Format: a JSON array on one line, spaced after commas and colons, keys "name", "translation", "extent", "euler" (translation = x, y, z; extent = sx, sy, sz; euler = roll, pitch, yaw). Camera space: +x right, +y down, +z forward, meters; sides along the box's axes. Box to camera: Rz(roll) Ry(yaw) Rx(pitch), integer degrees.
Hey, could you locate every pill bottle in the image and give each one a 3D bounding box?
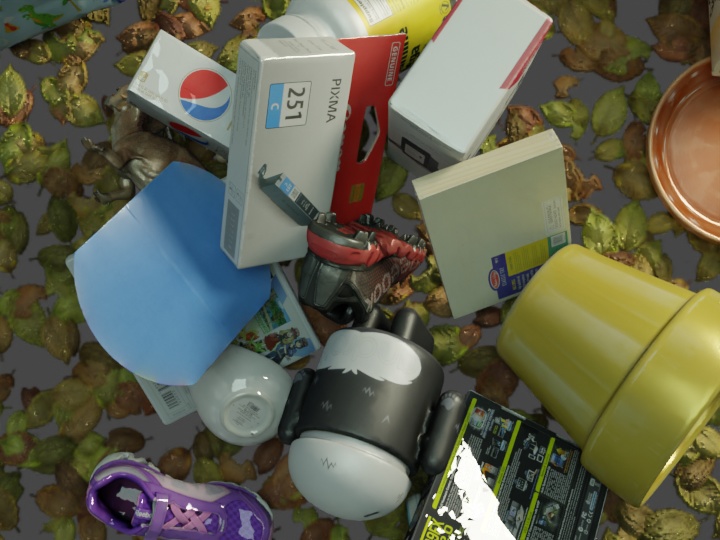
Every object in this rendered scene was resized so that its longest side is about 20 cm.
[{"name": "pill bottle", "translation": [-0.001, -0.234, 0.914], "extent": [0.199, 0.113, 0.113], "euler": [-35, 81, -31]}]

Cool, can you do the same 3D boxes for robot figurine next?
[{"name": "robot figurine", "translation": [0.008, 0.134, 0.893], "extent": [0.124, 0.150, 0.201], "euler": [28, 64, -18]}]

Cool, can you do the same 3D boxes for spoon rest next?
[{"name": "spoon rest", "translation": [-0.145, 0.100, 0.924], "extent": [0.099, 0.061, 0.200], "euler": [-42, 118, 8]}]

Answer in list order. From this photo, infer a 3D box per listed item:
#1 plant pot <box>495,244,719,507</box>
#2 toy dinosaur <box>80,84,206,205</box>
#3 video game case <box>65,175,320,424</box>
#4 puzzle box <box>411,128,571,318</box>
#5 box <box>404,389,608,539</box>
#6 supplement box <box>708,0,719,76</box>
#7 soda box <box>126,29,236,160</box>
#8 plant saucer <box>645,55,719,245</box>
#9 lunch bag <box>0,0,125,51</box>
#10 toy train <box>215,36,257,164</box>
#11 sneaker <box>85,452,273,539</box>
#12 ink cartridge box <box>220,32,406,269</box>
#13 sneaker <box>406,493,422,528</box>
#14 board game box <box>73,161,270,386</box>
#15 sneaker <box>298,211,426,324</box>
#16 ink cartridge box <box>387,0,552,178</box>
[{"name": "plant pot", "translation": [0.236, 0.079, 0.866], "extent": [0.189, 0.201, 0.201], "euler": [38, 87, 24]}, {"name": "toy dinosaur", "translation": [-0.203, -0.110, 0.976], "extent": [0.200, 0.086, 0.136], "euler": [48, 57, -6]}, {"name": "video game case", "translation": [-0.162, 0.033, 0.936], "extent": [0.181, 0.022, 0.201], "euler": [-26, 110, 1]}, {"name": "puzzle box", "translation": [0.129, -0.036, 0.883], "extent": [0.132, 0.201, 0.026], "euler": [-20, 53, 1]}, {"name": "box", "translation": [0.133, 0.231, 0.867], "extent": [0.159, 0.044, 0.201], "euler": [25, 54, 2]}, {"name": "supplement box", "translation": [0.385, -0.305, 0.906], "extent": [0.073, 0.126, 0.202], "euler": [2, 71, 4]}, {"name": "soda box", "translation": [-0.124, -0.147, 0.916], "extent": [0.199, 0.064, 0.069], "euler": [29, 82, -11]}, {"name": "plant saucer", "translation": [0.388, -0.121, 0.949], "extent": [0.198, 0.032, 0.202], "euler": [-1, 84, 5]}, {"name": "lunch bag", "translation": [-0.360, -0.363, 0.999], "extent": [0.169, 0.128, 0.202], "euler": [-18, 69, 5]}, {"name": "toy train", "translation": [-0.095, -0.149, 0.985], "extent": [0.150, 0.056, 0.201], "euler": [35, 80, -11]}, {"name": "sneaker", "translation": [-0.184, 0.238, 0.925], "extent": [0.198, 0.088, 0.081], "euler": [15, 83, 5]}, {"name": "ink cartridge box", "translation": [-0.034, -0.109, 0.852], "extent": [0.175, 0.201, 0.045], "euler": [-13, 38, -33]}, {"name": "sneaker", "translation": [0.129, 0.289, 0.900], "extent": [0.130, 0.080, 0.201], "euler": [-23, 91, 4]}, {"name": "board game box", "translation": [-0.172, 0.006, 0.856], "extent": [0.158, 0.039, 0.200], "euler": [54, 53, -21]}, {"name": "sneaker", "translation": [0.000, 0.000, 0.893], "extent": [0.070, 0.200, 0.099], "euler": [25, 102, 22]}, {"name": "ink cartridge box", "translation": [0.095, -0.167, 0.895], "extent": [0.083, 0.200, 0.146], "euler": [33, 86, 4]}]
